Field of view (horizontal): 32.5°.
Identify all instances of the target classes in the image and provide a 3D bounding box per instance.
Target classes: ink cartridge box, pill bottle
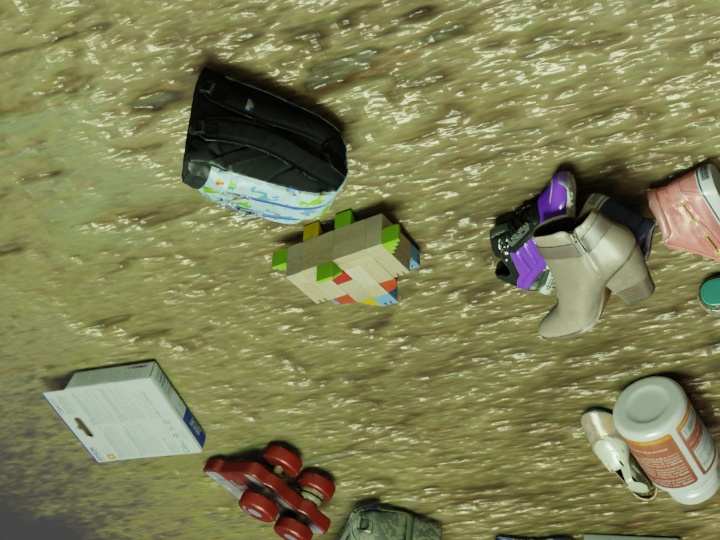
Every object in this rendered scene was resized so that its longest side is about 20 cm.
[{"bbox_3d":[-0.379,0.231,1.995,0.200,0.043,0.197,-7,135,19],"label":"ink cartridge box"},{"bbox_3d":[0.460,0.257,1.829,0.112,0.112,0.200,-18,129,25],"label":"pill bottle"}]

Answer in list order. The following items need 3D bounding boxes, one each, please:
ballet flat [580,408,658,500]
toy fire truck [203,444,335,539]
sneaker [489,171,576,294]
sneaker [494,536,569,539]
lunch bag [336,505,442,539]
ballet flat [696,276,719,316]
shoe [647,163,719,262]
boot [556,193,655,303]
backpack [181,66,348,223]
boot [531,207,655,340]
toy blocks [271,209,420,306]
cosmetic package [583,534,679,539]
[{"bbox_3d":[0.406,0.289,1.902,0.068,0.067,0.200,-27,125,31],"label":"ballet flat"},{"bbox_3d":[-0.150,0.377,2.072,0.200,0.112,0.168,43,151,-29],"label":"toy fire truck"},{"bbox_3d":[0.217,-0.047,1.594,0.099,0.070,0.200,11,135,2],"label":"sneaker"},{"bbox_3d":[0.270,0.496,2.128,0.200,0.075,0.088,-23,127,28],"label":"sneaker"},{"bbox_3d":[0.030,0.500,2.126,0.167,0.140,0.200,19,134,-11],"label":"lunch bag"},{"bbox_3d":[0.547,0.024,1.624,0.200,0.068,0.075,-13,153,28],"label":"ballet flat"},{"bbox_3d":[0.442,-0.042,1.563,0.091,0.072,0.200,-22,121,30],"label":"shoe"},{"bbox_3d":[0.317,-0.002,1.600,0.090,0.073,0.200,29,140,23],"label":"boot"},{"bbox_3d":[-0.113,-0.139,1.510,0.200,0.163,0.154,7,145,-8],"label":"backpack"},{"bbox_3d":[0.264,0.000,1.541,0.200,0.070,0.146,-30,115,37],"label":"boot"},{"bbox_3d":[0.000,0.000,1.675,0.200,0.100,0.137,-19,141,27],"label":"toy blocks"},{"bbox_3d":[0.462,0.575,2.110,0.165,0.165,0.200,-1,135,13],"label":"cosmetic package"}]
